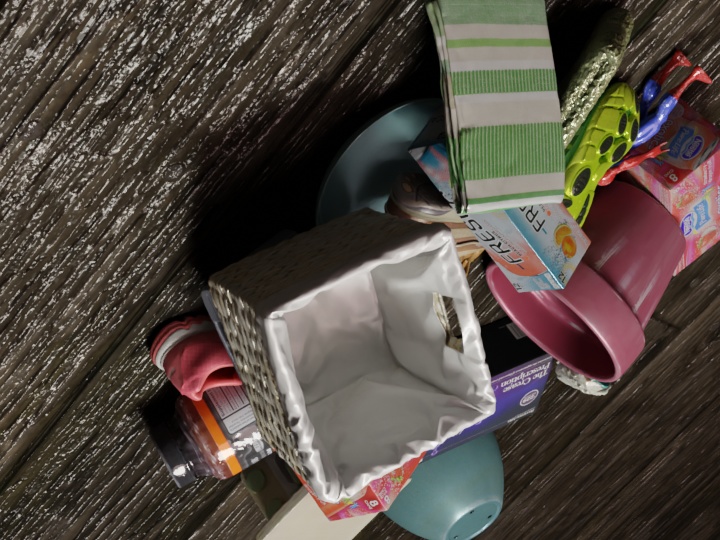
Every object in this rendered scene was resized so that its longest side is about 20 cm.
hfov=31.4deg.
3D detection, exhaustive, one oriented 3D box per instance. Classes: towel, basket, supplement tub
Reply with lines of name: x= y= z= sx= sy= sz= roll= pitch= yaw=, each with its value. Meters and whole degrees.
towel: x=0.209 y=-0.165 z=1.296 sx=0.200 sy=0.036 sz=0.148 roll=-59 pitch=180 yaw=32
basket: x=-0.012 y=0.069 z=1.185 sx=0.199 sy=0.161 sz=0.199 roll=-26 pitch=112 yaw=-23
supplement tub: x=-0.125 y=0.153 z=1.379 sx=0.199 sy=0.107 sz=0.107 roll=-30 pitch=147 yaw=-10
towel: x=0.129 y=-0.156 z=1.182 sx=0.152 sy=0.201 sz=0.023 roll=-8 pitch=180 yaw=-40

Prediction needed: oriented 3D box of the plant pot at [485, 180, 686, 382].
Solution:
plant pot: x=0.278 y=0.000 z=1.503 sx=0.179 sy=0.200 sz=0.200 roll=-46 pitch=149 yaw=-13

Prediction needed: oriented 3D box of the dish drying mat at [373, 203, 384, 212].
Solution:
dish drying mat: x=0.000 y=0.000 z=1.387 sx=0.077 sy=0.018 sz=0.200 roll=-24 pitch=144 yaw=-25

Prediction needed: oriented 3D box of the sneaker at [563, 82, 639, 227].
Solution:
sneaker: x=0.233 y=-0.124 z=1.403 sx=0.074 sy=0.083 sz=0.200 roll=33 pitch=89 yaw=-41

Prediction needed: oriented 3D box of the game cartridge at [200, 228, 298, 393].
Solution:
game cartridge: x=-0.069 y=0.068 z=1.282 sx=0.133 sy=0.040 sz=0.201 roll=-36 pitch=116 yaw=-30

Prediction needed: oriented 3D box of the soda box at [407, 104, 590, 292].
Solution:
soda box: x=0.136 y=-0.070 z=1.233 sx=0.200 sy=0.063 sz=0.068 roll=50 pitch=59 yaw=-24

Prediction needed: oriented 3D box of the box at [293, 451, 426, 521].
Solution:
box: x=0.017 y=0.176 z=1.443 sx=0.095 sy=0.100 sz=0.200 roll=-19 pitch=-160 yaw=41

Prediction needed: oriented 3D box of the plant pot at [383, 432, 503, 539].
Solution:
plant pot: x=0.118 y=0.294 z=1.754 sx=0.199 sy=0.135 sz=0.201 roll=-24 pitch=145 yaw=-18

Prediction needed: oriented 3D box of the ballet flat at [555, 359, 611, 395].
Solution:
ballet flat: x=0.279 y=0.110 z=1.643 sx=0.071 sy=0.200 sz=0.072 roll=3 pitch=119 yaw=5

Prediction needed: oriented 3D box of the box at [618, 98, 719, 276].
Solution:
box: x=0.378 y=-0.097 z=1.539 sx=0.102 sy=0.095 sz=0.200 roll=-37 pitch=148 yaw=-8

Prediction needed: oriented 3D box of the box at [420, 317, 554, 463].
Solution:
box: x=0.142 y=0.152 z=1.656 sx=0.199 sy=0.079 sz=0.141 roll=-20 pitch=146 yaw=-24

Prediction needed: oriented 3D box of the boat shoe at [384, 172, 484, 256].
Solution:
boat shoe: x=0.099 y=-0.050 z=1.305 sx=0.199 sy=0.076 sz=0.072 roll=7 pitch=124 yaw=-37

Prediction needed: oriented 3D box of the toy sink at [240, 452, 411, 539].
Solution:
toy sink: x=-0.056 y=0.251 z=1.561 sx=0.130 sy=0.112 sz=0.200 roll=-48 pitch=150 yaw=16

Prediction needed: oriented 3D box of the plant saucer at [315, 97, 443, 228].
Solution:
plant saucer: x=0.033 y=-0.090 z=1.279 sx=0.200 sy=0.027 sz=0.201 roll=-26 pitch=140 yaw=-24

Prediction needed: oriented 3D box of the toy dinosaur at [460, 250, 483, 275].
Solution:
toy dinosaur: x=0.125 y=-0.038 z=1.401 sx=0.200 sy=0.060 sz=0.106 roll=-41 pitch=179 yaw=-34

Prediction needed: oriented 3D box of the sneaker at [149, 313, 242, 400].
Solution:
sneaker: x=-0.111 y=0.080 z=1.318 sx=0.199 sy=0.087 sz=0.074 roll=-21 pitch=145 yaw=-23

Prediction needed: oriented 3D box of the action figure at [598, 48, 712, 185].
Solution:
action figure: x=0.306 y=-0.153 z=1.437 sx=0.200 sy=0.065 sz=0.052 roll=-46 pitch=139 yaw=11
